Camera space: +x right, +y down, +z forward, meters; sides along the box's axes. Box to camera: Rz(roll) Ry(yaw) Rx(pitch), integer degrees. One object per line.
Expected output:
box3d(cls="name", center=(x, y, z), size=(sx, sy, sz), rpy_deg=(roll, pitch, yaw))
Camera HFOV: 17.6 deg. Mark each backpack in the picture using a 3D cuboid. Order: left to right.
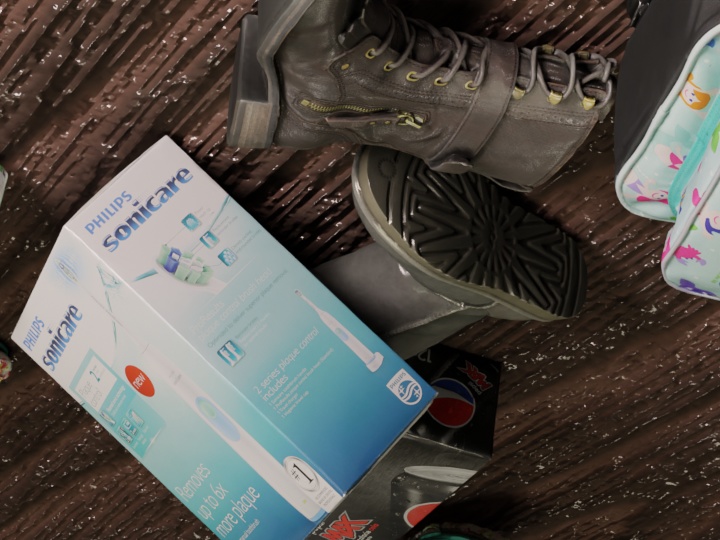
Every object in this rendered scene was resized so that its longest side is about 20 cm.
box3d(cls="backpack", center=(0.219, -0.065, 0.983), size=(0.198, 0.152, 0.178), rpy_deg=(7, 153, -8))

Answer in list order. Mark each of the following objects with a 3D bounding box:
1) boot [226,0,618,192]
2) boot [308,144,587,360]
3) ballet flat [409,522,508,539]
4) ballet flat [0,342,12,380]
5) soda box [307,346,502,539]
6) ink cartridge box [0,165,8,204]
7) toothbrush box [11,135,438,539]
box3d(cls="boot", center=(0.035, -0.100, 1.062), size=(0.173, 0.070, 0.200), rpy_deg=(8, 156, -9))
box3d(cls="boot", center=(-0.001, 0.002, 1.252), size=(0.199, 0.073, 0.182), rpy_deg=(-10, 145, 43))
box3d(cls="ballet flat", center=(0.054, 0.211, 1.601), size=(0.064, 0.076, 0.199), rpy_deg=(-12, 176, -44))
box3d(cls="ballet flat", center=(-0.319, 0.067, 1.452), size=(0.198, 0.064, 0.076), rpy_deg=(7, 151, 4))
box3d(cls="soda box", center=(0.017, 0.114, 1.440), size=(0.070, 0.064, 0.200), rpy_deg=(17, 151, -14))
box3d(cls="ink cartridge box", center=(-0.311, -0.026, 1.261), size=(0.146, 0.084, 0.199), rpy_deg=(30, 146, -32))
box3d(cls="toothbrush box", center=(-0.077, 0.049, 1.240), size=(0.200, 0.085, 0.146), rpy_deg=(45, 149, 3))
